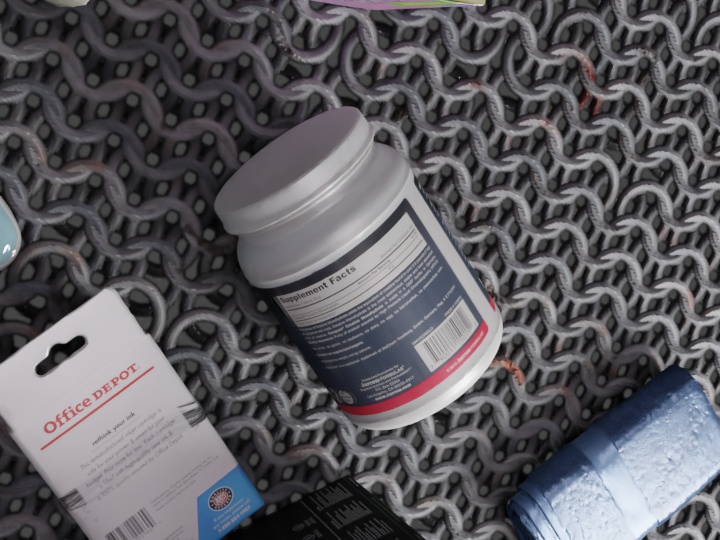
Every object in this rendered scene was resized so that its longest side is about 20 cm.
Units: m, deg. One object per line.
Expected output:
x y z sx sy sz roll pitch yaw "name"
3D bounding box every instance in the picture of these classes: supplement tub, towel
0.000 0.000 0.944 0.140 0.140 0.201 -39 111 -12 "supplement tub"
0.219 0.175 1.118 0.199 0.048 0.112 -35 111 -13 "towel"

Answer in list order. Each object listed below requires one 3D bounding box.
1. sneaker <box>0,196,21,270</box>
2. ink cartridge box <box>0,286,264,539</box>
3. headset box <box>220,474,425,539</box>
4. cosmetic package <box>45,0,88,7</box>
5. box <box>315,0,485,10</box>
-0.301 -0.059 0.839 0.199 0.082 0.074 37 85 -24 "sneaker"
-0.172 0.116 0.932 0.116 0.068 0.201 -36 111 -13 "ink cartridge box"
-0.050 0.253 0.949 0.199 0.174 0.094 -24 107 -18 "headset box"
-0.256 -0.237 0.816 0.199 0.105 0.072 22 91 -26 "cosmetic package"
0.018 -0.282 0.882 0.096 0.176 0.202 5 97 -23 "box"
